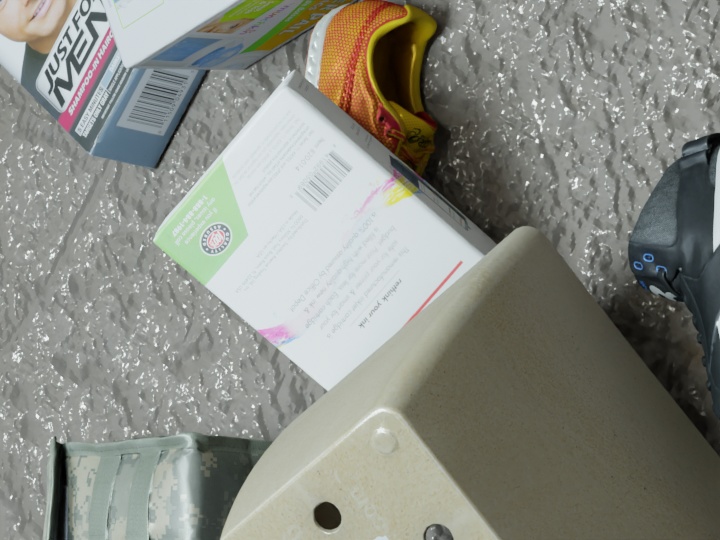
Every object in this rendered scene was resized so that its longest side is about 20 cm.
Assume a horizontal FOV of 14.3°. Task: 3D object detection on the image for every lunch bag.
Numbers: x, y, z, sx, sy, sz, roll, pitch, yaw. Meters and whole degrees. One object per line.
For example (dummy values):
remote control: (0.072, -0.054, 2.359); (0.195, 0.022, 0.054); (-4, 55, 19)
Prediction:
lunch bag: (-0.128, 0.181, 1.682); (0.200, 0.117, 0.165); (-7, 78, 47)

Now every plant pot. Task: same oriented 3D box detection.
plant pot: (0.046, 0.128, 1.443); (0.200, 0.177, 0.200); (-41, 83, 29)

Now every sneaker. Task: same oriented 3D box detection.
sneaker: (0.003, -0.057, 1.635); (0.077, 0.073, 0.201); (2, 86, 35)
sneaker: (0.187, 0.028, 1.459); (0.112, 0.073, 0.201); (-6, 70, 44)

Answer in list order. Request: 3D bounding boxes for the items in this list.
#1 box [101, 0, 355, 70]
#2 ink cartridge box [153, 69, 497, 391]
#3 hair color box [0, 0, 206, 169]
box: (-0.051, -0.203, 1.672); (0.200, 0.112, 0.102); (-28, 76, 36)
ink cartridge box: (0.000, 0.000, 1.577); (0.200, 0.067, 0.117); (41, 101, -5)
hair color box: (-0.182, -0.161, 1.825); (0.200, 0.060, 0.099); (44, 112, 38)
